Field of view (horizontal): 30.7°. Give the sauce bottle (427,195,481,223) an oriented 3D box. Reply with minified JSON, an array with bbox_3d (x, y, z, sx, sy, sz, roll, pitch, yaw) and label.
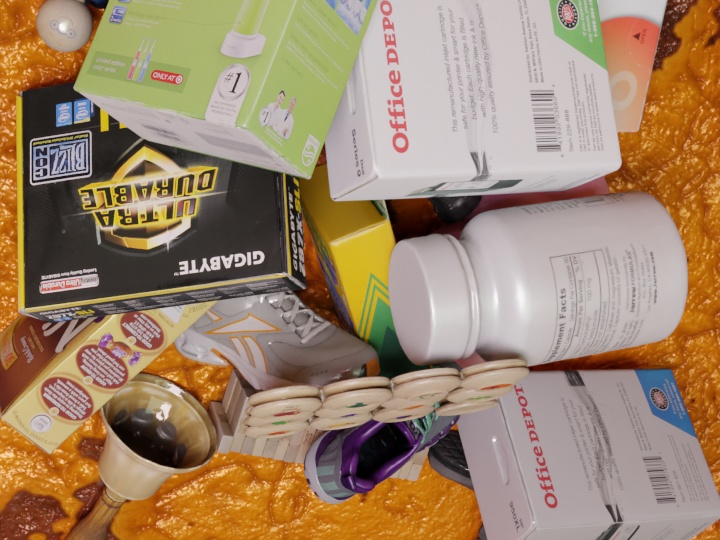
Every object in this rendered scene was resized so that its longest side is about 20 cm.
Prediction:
[{"bbox_3d":[0.025,-0.120,1.008,0.066,0.066,0.200,-40,119,5],"label":"sauce bottle"}]

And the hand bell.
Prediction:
[{"bbox_3d":[-0.209,0.194,1.096,0.103,0.105,0.201,20,120,-25],"label":"hand bell"}]

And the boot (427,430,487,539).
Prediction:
[{"bbox_3d":[0.124,0.236,1.228,0.198,0.070,0.133,24,112,-22],"label":"boot"}]

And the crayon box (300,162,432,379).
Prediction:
[{"bbox_3d":[0.000,0.000,1.030,0.051,0.126,0.202,-20,120,-7],"label":"crayon box"}]

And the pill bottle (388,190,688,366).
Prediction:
[{"bbox_3d":[0.126,0.010,0.954,0.197,0.115,0.116,-8,119,-18],"label":"pill bottle"}]

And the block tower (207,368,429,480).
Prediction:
[{"bbox_3d":[-0.029,0.133,1.131,0.197,0.054,0.059,11,112,-23],"label":"block tower"}]

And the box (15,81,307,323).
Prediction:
[{"bbox_3d":[-0.140,-0.057,0.908,0.197,0.162,0.049,-7,165,14],"label":"box"}]

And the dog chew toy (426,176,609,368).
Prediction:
[{"bbox_3d":[0.126,-0.017,1.070,0.200,0.125,0.124,-48,121,1],"label":"dog chew toy"}]

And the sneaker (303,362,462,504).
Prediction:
[{"bbox_3d":[0.047,0.122,1.078,0.200,0.087,0.075,-41,101,-25],"label":"sneaker"}]

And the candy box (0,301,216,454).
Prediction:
[{"bbox_3d":[-0.187,0.030,0.989,0.200,0.117,0.056,-43,121,6],"label":"candy box"}]

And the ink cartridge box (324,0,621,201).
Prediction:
[{"bbox_3d":[0.072,-0.131,0.923,0.197,0.084,0.149,-4,83,-25],"label":"ink cartridge box"}]

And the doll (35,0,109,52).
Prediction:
[{"bbox_3d":[-0.171,-0.244,0.893,0.135,0.049,0.202,21,105,-25],"label":"doll"}]

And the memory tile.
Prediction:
[{"bbox_3d":[0.015,0.094,0.939,0.197,0.153,0.017,-7,76,-10],"label":"memory tile"}]

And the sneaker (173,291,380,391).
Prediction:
[{"bbox_3d":[-0.070,0.035,0.999,0.075,0.198,0.093,-23,120,-49],"label":"sneaker"}]

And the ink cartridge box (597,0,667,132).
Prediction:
[{"bbox_3d":[0.141,-0.193,1.022,0.197,0.050,0.165,-2,116,-21],"label":"ink cartridge box"}]

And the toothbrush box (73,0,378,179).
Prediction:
[{"bbox_3d":[-0.072,-0.177,0.832,0.086,0.144,0.203,32,74,-57],"label":"toothbrush box"}]

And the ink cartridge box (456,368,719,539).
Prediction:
[{"bbox_3d":[0.198,0.169,1.150,0.197,0.146,0.084,2,146,-25],"label":"ink cartridge box"}]
